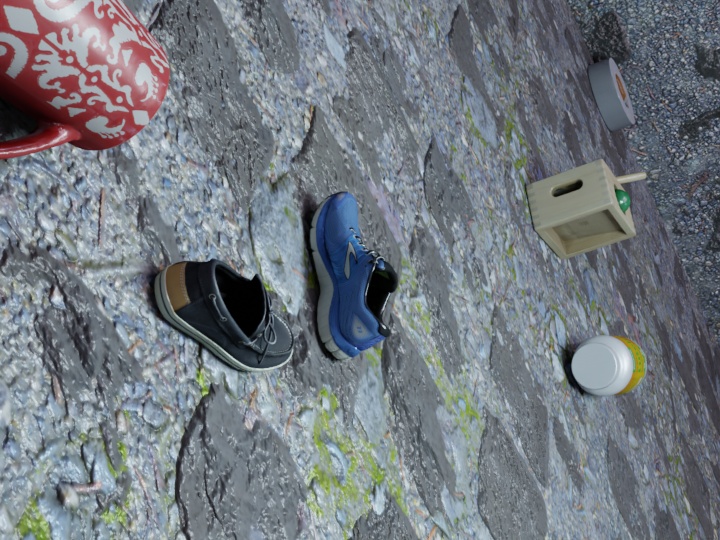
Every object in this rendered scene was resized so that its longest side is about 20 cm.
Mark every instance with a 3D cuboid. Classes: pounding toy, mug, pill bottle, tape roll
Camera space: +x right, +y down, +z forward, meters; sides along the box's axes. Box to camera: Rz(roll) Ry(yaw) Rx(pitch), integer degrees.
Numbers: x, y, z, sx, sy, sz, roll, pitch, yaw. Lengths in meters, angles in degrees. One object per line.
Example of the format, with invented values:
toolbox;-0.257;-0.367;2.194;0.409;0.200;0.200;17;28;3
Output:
pounding toy;0.447;-0.135;2.403;0.184;0.200;0.142;38;38;-54
mug;-0.252;-0.165;0.913;0.133;0.178;0.200;41;-1;33
pill bottle;0.451;0.174;2.277;0.200;0.111;0.111;9;64;-66
tape roll;0.708;-0.495;3.506;0.200;0.066;0.200;48;32;-44

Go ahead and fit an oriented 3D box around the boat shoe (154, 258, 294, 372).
boat shoe;-0.107;0.041;1.126;0.200;0.062;0.075;39;36;-56

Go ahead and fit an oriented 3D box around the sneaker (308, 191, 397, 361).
sneaker;0.000;0.000;1.375;0.079;0.089;0.200;39;38;-55
